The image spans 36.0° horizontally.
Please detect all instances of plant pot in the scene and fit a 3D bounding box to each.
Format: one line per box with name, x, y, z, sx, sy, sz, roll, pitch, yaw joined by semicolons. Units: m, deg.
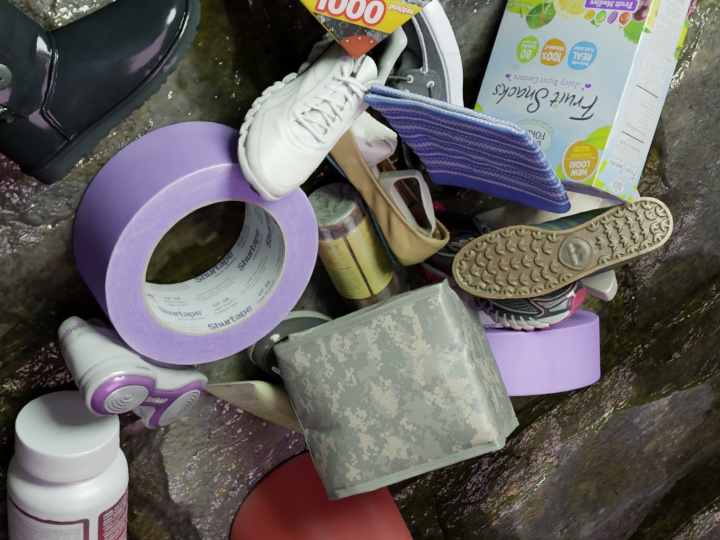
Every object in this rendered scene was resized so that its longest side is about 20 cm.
plant pot;-0.023;0.330;1.249;0.200;0.177;0.201;-19;131;-24

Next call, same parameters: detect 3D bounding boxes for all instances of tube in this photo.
tube;-0.072;0.142;1.163;0.058;0.052;0.200;-48;138;16

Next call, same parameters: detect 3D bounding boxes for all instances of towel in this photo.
towel;0.097;-0.098;0.951;0.024;0.144;0.200;-68;155;-6

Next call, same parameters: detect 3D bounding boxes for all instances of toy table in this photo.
toy table;0.212;-0.048;1.159;0.117;0.184;0.200;-54;131;-13

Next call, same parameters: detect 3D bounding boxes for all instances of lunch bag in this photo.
lunch bag;0.027;0.113;1.057;0.199;0.165;0.118;-21;180;19

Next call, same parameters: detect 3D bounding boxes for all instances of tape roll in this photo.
tape roll;0.152;0.082;1.175;0.199;0.200;0.066;-7;97;-32
tape roll;-0.143;-0.022;0.974;0.199;0.085;0.201;-18;129;-24

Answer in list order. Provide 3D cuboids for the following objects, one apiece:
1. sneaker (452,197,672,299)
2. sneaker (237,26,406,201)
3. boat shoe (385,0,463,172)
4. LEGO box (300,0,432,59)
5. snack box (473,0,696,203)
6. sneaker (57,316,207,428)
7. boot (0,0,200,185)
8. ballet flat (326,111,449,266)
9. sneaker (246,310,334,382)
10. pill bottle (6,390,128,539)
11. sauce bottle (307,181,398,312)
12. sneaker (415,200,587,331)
sneaker;0.188;-0.016;1.033;0.199;0.067;0.090;-16;174;9
sneaker;-0.030;-0.141;0.918;0.075;0.081;0.200;45;59;-22
boat shoe;0.050;-0.170;1.023;0.066;0.070;0.200;-32;142;-15
LEGO box;-0.012;-0.284;0.835;0.149;0.077;0.200;-35;128;17
snack box;0.195;-0.176;1.010;0.068;0.168;0.201;14;93;-41
sneaker;-0.206;0.087;1.017;0.075;0.100;0.200;-40;159;1
boot;-0.233;-0.170;0.805;0.200;0.076;0.168;-44;140;8
ballet flat;0.020;-0.094;1.018;0.063;0.069;0.200;-19;120;27
sneaker;-0.017;0.106;1.140;0.200;0.106;0.075;16;110;-42
pill bottle;-0.272;0.218;1.035;0.109;0.110;0.201;-11;126;-30
sauce bottle;0.000;0.000;1.107;0.065;0.065;0.200;-34;136;-11
sneaker;0.130;-0.004;1.101;0.081;0.200;0.075;-45;142;-30
